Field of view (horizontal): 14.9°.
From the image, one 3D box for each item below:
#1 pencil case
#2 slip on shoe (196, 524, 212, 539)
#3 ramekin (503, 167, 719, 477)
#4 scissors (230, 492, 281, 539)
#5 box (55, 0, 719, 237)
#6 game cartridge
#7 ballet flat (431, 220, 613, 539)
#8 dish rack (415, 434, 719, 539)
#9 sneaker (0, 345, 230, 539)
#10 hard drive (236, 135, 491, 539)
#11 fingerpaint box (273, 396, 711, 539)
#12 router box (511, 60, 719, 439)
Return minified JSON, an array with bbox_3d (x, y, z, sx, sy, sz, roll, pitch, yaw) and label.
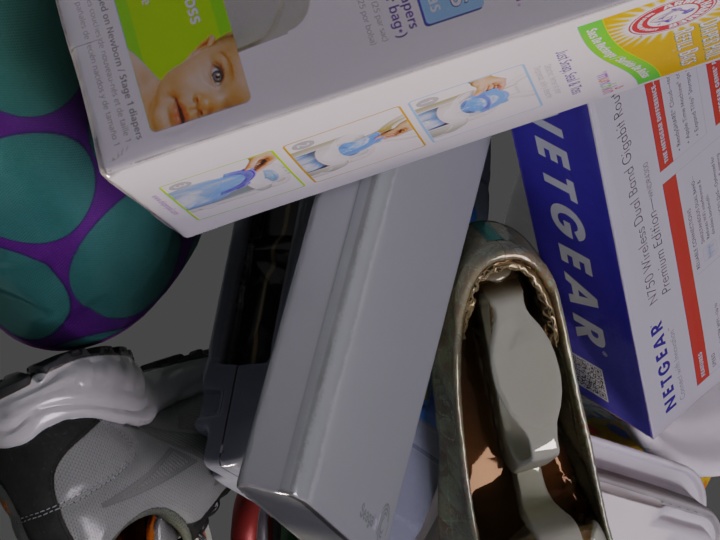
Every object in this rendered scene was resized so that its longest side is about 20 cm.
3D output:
[{"bbox_3d":[-0.122,-0.060,0.907,0.092,0.085,0.200,-14,138,9],"label":"pencil case"},{"bbox_3d":[-0.084,0.163,1.126,0.061,0.074,0.200,-62,153,-57],"label":"slip on shoe"},{"bbox_3d":[0.154,-0.019,1.214,0.200,0.098,0.201,-26,132,-33],"label":"ramekin"},{"bbox_3d":[-0.042,0.167,1.150,0.073,0.014,0.200,-75,165,-68],"label":"scissors"},{"bbox_3d":[0.013,-0.099,0.846,0.200,0.113,0.101,-17,168,7],"label":"box"},{"bbox_3d":[0.000,0.000,1.043,0.133,0.040,0.200,39,56,-55],"label":"game cartridge"},{"bbox_3d":[0.060,0.081,1.037,0.067,0.062,0.200,-16,99,-12],"label":"ballet flat"},{"bbox_3d":[0.061,0.163,1.137,0.171,0.044,0.200,19,103,-40],"label":"dish rack"},{"bbox_3d":[-0.078,0.072,1.014,0.074,0.080,0.200,-21,172,24],"label":"sneaker"},{"bbox_3d":[0.009,-0.007,0.950,0.132,0.026,0.200,53,50,-70],"label":"hard drive"},{"bbox_3d":[0.049,0.132,1.225,0.200,0.073,0.167,11,107,-48],"label":"fingerpaint box"},{"bbox_3d":[0.142,-0.064,1.052,0.179,0.049,0.200,-38,138,-23],"label":"router box"}]
